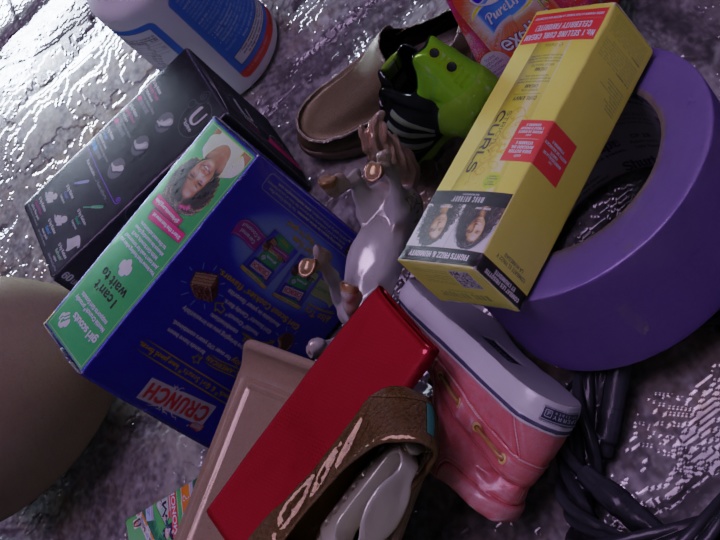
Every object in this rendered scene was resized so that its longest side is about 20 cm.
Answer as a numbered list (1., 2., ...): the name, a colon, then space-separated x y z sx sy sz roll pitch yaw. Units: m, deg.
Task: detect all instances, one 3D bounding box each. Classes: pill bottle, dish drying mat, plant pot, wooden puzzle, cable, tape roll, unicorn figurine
1. pill bottle: -0.172 -0.245 1.132 0.111 0.200 0.113 -17 55 27
2. dish drying mat: -0.027 0.109 0.838 0.201 0.018 0.077 -54 50 13
3. plant pot: -0.279 0.086 1.050 0.134 0.202 0.200 -25 44 -20
4. wooden puzzle: -0.043 0.165 0.868 0.184 0.037 0.202 16 86 41
5. cable: 0.190 0.095 0.782 0.162 0.051 0.201 -28 43 31
6. tape roll: 0.156 -0.041 0.829 0.199 0.085 0.201 -28 40 26
7. unicorn figurine: 0.000 0.000 0.907 0.074 0.137 0.201 30 86 25

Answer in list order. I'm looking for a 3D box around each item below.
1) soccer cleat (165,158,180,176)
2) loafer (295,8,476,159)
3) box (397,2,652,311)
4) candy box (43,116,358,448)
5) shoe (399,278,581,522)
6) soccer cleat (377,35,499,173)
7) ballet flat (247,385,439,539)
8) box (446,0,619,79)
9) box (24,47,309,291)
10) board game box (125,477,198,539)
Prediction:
1. soccer cleat: -0.149 0.004 1.000 0.073 0.068 0.201 -61 -5 -56
2. loafer: 0.024 -0.158 1.030 0.199 0.067 0.077 -27 52 21
3. box: 0.105 -0.073 0.796 0.075 0.050 0.201 8 62 52
4. candy box: -0.104 0.017 0.954 0.200 0.169 0.077 -51 44 0
5. shoe: 0.066 0.082 0.858 0.092 0.071 0.200 -64 33 13
6. soccer cleat: 0.043 -0.122 0.937 0.068 0.081 0.200 -51 8 -16
7. ballet flat: -0.016 0.162 0.776 0.200 0.068 0.072 -51 25 8
8. box: 0.131 -0.234 0.929 0.095 0.100 0.201 -16 32 28
9. box: -0.164 -0.063 1.075 0.200 0.122 0.106 -42 47 9
10. board game box: -0.099 0.240 0.917 0.134 0.029 0.201 -32 50 18
